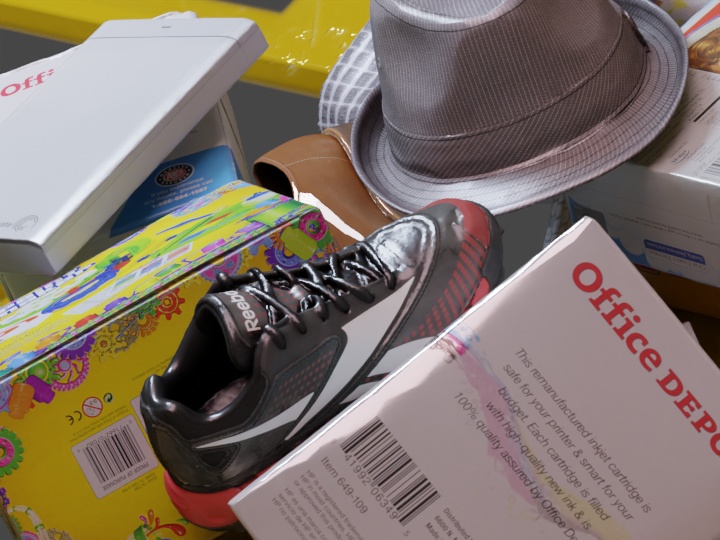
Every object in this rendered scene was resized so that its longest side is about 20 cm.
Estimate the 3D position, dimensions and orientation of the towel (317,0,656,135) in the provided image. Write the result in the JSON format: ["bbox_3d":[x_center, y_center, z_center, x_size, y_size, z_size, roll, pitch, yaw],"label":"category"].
[{"bbox_3d":[0.077,-0.137,1.547,0.200,0.086,0.165,-54,24,-14],"label":"towel"}]

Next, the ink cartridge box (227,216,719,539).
[{"bbox_3d":[0.071,0.104,1.207,0.200,0.146,0.147,-38,78,-3],"label":"ink cartridge box"}]

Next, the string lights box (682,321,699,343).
[{"bbox_3d":[0.086,0.108,1.335,0.199,0.059,0.103,-20,37,2],"label":"string lights box"}]

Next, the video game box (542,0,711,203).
[{"bbox_3d":[0.204,-0.119,1.564,0.199,0.047,0.182,-4,39,21],"label":"video game box"}]

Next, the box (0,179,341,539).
[{"bbox_3d":[-0.102,0.057,1.378,0.200,0.122,0.193,-29,12,-9],"label":"box"}]

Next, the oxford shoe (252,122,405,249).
[{"bbox_3d":[0.000,0.000,1.475,0.071,0.071,0.200,-13,43,-23],"label":"oxford shoe"}]

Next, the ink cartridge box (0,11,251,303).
[{"bbox_3d":[-0.140,-0.050,1.610,0.145,0.084,0.200,-20,37,2],"label":"ink cartridge box"}]

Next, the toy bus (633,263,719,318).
[{"bbox_3d":[0.192,-0.018,1.420,0.200,0.078,0.065,15,50,37],"label":"toy bus"}]

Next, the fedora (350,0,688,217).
[{"bbox_3d":[0.066,-0.114,1.351,0.176,0.090,0.200,-19,26,10],"label":"fedora"}]

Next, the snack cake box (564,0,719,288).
[{"bbox_3d":[0.204,-0.079,1.370,0.115,0.067,0.200,17,47,42],"label":"snack cake box"}]

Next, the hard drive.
[{"bbox_3d":[-0.157,-0.073,1.540,0.132,0.027,0.200,4,43,43],"label":"hard drive"}]

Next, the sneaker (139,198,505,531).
[{"bbox_3d":[-0.020,0.028,1.247,0.200,0.098,0.071,-40,43,-6],"label":"sneaker"}]

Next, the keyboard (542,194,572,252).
[{"bbox_3d":[0.113,-0.031,1.429,0.056,0.011,0.201,158,126,-70],"label":"keyboard"}]
